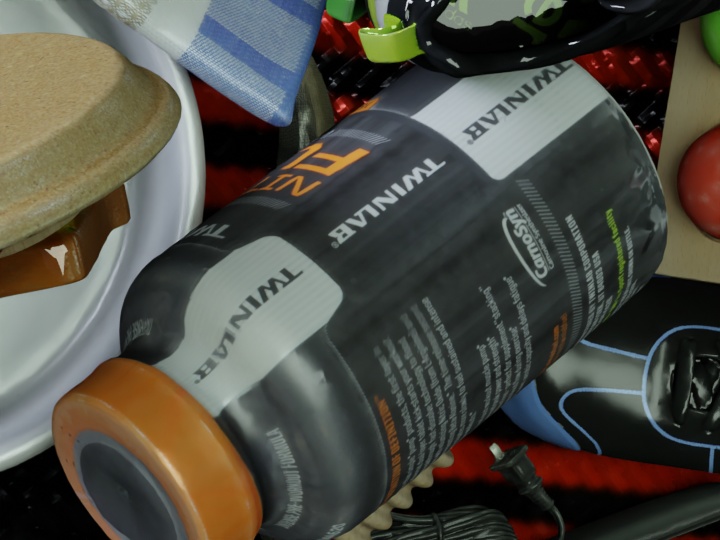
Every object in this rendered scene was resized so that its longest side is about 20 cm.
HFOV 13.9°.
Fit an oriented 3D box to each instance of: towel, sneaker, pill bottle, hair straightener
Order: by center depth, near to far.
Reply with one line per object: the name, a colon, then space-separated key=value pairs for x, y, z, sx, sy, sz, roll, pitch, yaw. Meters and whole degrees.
sneaker: x=0.096 y=-0.098 z=0.912 sx=0.200 sy=0.083 sz=0.072 roll=-21 pitch=113 yaw=-1
pill bottle: x=-0.003 y=0.015 z=0.937 sx=0.200 sy=0.106 sz=0.106 roll=-38 pitch=101 yaw=-29
towel: x=-0.088 y=-0.144 z=0.964 sx=0.200 sy=0.147 sz=0.024 roll=37 pitch=123 yaw=-15
sneaker: x=0.148 y=0.040 z=1.045 sx=0.200 sy=0.078 sz=0.070 roll=6 pitch=89 yaw=-23
hair straightener: x=0.047 y=0.099 z=1.055 sx=0.200 sy=0.041 sz=0.077 roll=-10 pitch=94 yaw=-10

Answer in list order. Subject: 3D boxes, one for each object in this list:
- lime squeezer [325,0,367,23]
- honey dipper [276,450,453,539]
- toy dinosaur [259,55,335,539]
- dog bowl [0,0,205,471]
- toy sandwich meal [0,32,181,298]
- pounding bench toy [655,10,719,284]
lime squeezer: x=0.042 y=-0.108 z=1.029 sx=0.200 sy=0.071 sz=0.038 roll=-7 pitch=99 yaw=-45
honey dipper: x=-0.049 y=0.123 z=1.007 sx=0.038 sy=0.038 sz=0.200 roll=42 pitch=97 yaw=-13
toy dinosaur: x=0.000 y=0.000 z=1.032 sx=0.088 sy=0.047 sz=0.200 roll=0 pitch=88 yaw=-9
dog bowl: x=-0.155 y=-0.031 z=0.969 sx=0.200 sy=0.079 sz=0.200 roll=0 pitch=92 yaw=-15
toy sandwich meal: x=-0.136 y=-0.009 z=0.836 sx=0.205 sy=0.205 sz=0.070 roll=-19 pitch=111 yaw=-14
pounding bench toy: x=0.196 y=-0.085 z=1.012 sx=0.156 sy=0.124 sz=0.200 roll=10 pitch=89 yaw=-41
